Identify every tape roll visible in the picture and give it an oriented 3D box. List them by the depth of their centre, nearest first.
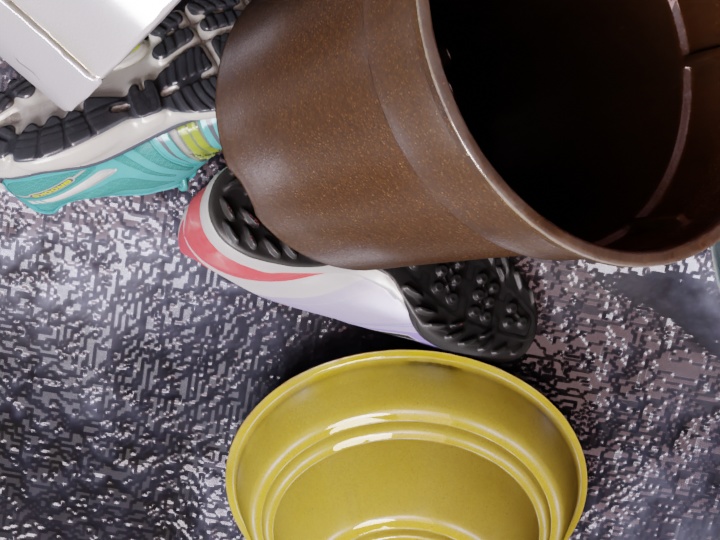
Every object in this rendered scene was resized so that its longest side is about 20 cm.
[{"bbox_3d":[-0.092,-0.166,0.769,0.071,0.202,0.202,42,108,-14],"label":"tape roll"}]

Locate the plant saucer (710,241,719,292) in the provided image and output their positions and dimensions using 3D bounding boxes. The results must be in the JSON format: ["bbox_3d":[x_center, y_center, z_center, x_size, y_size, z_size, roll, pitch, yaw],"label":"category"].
[{"bbox_3d":[0.267,-0.002,0.862,0.201,0.201,0.039,9,156,-1],"label":"plant saucer"}]

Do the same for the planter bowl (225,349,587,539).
[{"bbox_3d":[0.024,0.144,0.929,0.200,0.084,0.201,1,128,1],"label":"planter bowl"}]

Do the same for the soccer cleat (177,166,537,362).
[{"bbox_3d":[0.000,0.000,0.915,0.200,0.073,0.068,20,68,-21],"label":"soccer cleat"}]

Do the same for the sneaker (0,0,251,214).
[{"bbox_3d":[-0.093,-0.082,0.883,0.200,0.078,0.080,-16,148,0],"label":"sneaker"}]

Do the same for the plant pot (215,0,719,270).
[{"bbox_3d":[0.047,-0.088,0.768,0.200,0.200,0.198,53,148,-17],"label":"plant pot"}]
